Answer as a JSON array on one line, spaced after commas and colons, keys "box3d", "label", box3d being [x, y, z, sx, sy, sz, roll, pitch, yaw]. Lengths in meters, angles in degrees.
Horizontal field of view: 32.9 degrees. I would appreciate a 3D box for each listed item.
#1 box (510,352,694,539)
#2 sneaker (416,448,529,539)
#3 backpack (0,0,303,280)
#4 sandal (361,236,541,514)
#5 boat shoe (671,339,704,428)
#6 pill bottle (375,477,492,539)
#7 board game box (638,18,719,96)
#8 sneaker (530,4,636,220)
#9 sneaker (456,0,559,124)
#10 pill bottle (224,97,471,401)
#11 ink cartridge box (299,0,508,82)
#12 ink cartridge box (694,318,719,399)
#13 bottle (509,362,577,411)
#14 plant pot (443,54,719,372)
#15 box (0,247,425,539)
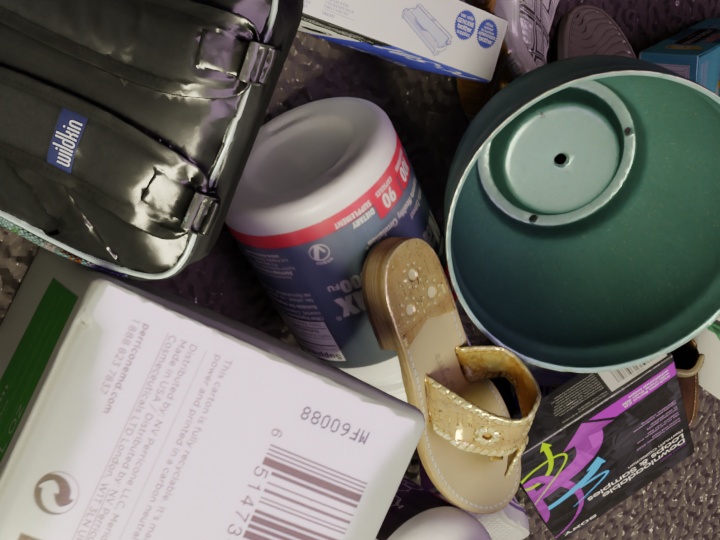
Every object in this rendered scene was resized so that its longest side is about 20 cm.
[{"box3d": [0.188, 0.136, 0.957, 0.143, 0.036, 0.200, -34, 147, 0], "label": "box"}, {"box3d": [0.083, 0.153, 0.948, 0.073, 0.114, 0.201, -14, 153, 3], "label": "sneaker"}, {"box3d": [-0.142, -0.108, 0.595, 0.200, 0.151, 0.178, 21, 103, -3], "label": "backpack"}, {"box3d": [0.072, 0.074, 0.730, 0.078, 0.070, 0.212, -45, 122, -33], "label": "sandal"}, {"box3d": [0.264, 0.079, 1.070, 0.075, 0.075, 0.202, -35, 123, -10], "label": "boat shoe"}, {"box3d": [0.012, 0.191, 0.810, 0.112, 0.200, 0.113, -15, 114, -37], "label": "pill bottle"}, {"box3d": [0.273, -0.117, 0.994, 0.200, 0.047, 0.151, -31, 126, -56], "label": "board game box"}, {"box3d": [0.160, -0.093, 0.927, 0.075, 0.106, 0.200, -13, 94, -29], "label": "sneaker"}, {"box3d": [0.114, -0.170, 0.862, 0.088, 0.076, 0.200, -33, 124, -28], "label": "sneaker"}, {"box3d": [0.000, 0.000, 0.792, 0.120, 0.120, 0.200, -44, 129, -21], "label": "pill bottle"}, {"box3d": [-0.012, -0.164, 0.742, 0.200, 0.094, 0.044, 10, 98, -43], "label": "ink cartridge box"}, {"box3d": [0.383, 0.012, 1.113, 0.146, 0.084, 0.200, -20, 134, -35], "label": "ink cartridge box"}, {"box3d": [0.162, 0.088, 0.984, 0.200, 0.083, 0.065, 77, 29, -42], "label": "bottle"}, {"box3d": [0.143, -0.054, 0.791, 0.200, 0.134, 0.201, -3, 118, -5], "label": "plant pot"}, {"box3d": [-0.113, 0.116, 0.666, 0.200, 0.171, 0.199, 26, 86, -23], "label": "box"}]
